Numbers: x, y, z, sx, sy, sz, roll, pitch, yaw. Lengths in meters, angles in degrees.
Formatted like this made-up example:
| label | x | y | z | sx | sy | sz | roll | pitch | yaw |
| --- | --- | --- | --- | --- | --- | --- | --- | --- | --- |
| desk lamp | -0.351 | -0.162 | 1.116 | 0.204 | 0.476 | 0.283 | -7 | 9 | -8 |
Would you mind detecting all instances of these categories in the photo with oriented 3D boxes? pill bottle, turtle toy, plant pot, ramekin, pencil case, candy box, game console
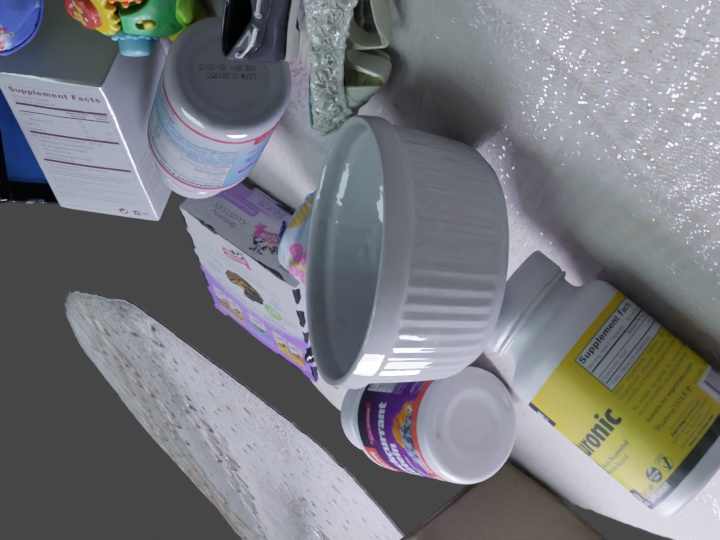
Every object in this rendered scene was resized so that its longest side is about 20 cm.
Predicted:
| label | x | y | z | sx | sy | sz | roll | pitch | yaw |
| --- | --- | --- | --- | --- | --- | --- | --- | --- | --- |
| pill bottle | 0.184 | 0.079 | 0.935 | 0.199 | 0.111 | 0.112 | 40 | 158 | 12 |
| pill bottle | 0.060 | 0.151 | 1.272 | 0.112 | 0.112 | 0.199 | 51 | 157 | -17 |
| turtle toy | -0.218 | -0.259 | 1.053 | 0.199 | 0.101 | 0.146 | 37 | 157 | 18 |
| plant pot | 0.145 | 0.326 | 1.352 | 0.178 | 0.199 | 0.200 | 54 | 159 | 9 |
| ramekin | 0.033 | -0.010 | 0.941 | 0.103 | 0.204 | 0.200 | 5 | 166 | -18 |
| pencil case | 0.019 | 0.006 | 1.133 | 0.199 | 0.083 | 0.092 | 36 | 113 | 23 |
| pencil case | -0.372 | -0.266 | 1.129 | 0.199 | 0.078 | 0.088 | 31 | 136 | 31 |
| candy box | -0.097 | 0.006 | 1.346 | 0.167 | 0.072 | 0.201 | 34 | 156 | 24 |
| pill bottle | -0.132 | -0.135 | 1.113 | 0.109 | 0.109 | 0.200 | 44 | 158 | -1 |
| game console | -0.341 | -0.178 | 1.270 | 0.176 | 0.115 | 0.203 | 141 | 118 | -71 |

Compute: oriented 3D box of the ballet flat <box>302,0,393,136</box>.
| label | x | y | z | sx | sy | sz | roll | pitch | yaw |
| --- | --- | --- | --- | --- | --- | --- | --- | --- | --- |
| ballet flat | -0.009 | -0.163 | 0.913 | 0.071 | 0.072 | 0.201 | 35 | 156 | 21 |

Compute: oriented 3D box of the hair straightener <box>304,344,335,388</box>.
| label | x | y | z | sx | sy | sz | roll | pitch | yaw |
| --- | --- | --- | --- | --- | --- | --- | --- | --- | --- |
| hair straightener | 0.000 | 0.000 | 1.070 | 0.077 | 0.041 | 0.202 | 36 | 115 | 22 |

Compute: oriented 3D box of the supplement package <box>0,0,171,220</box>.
| label | x | y | z | sx | sy | sz | roll | pitch | yaw |
| --- | --- | --- | --- | --- | --- | --- | --- | --- | --- |
| supplement package | -0.255 | -0.160 | 1.225 | 0.115 | 0.118 | 0.201 | 9 | 146 | 15 |

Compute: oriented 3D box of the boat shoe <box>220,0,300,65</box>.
| label | x | y | z | sx | sy | sz | roll | pitch | yaw |
| --- | --- | --- | --- | --- | --- | --- | --- | --- | --- |
| boat shoe | -0.079 | -0.215 | 0.909 | 0.201 | 0.062 | 0.074 | 94 | 163 | -65 |
